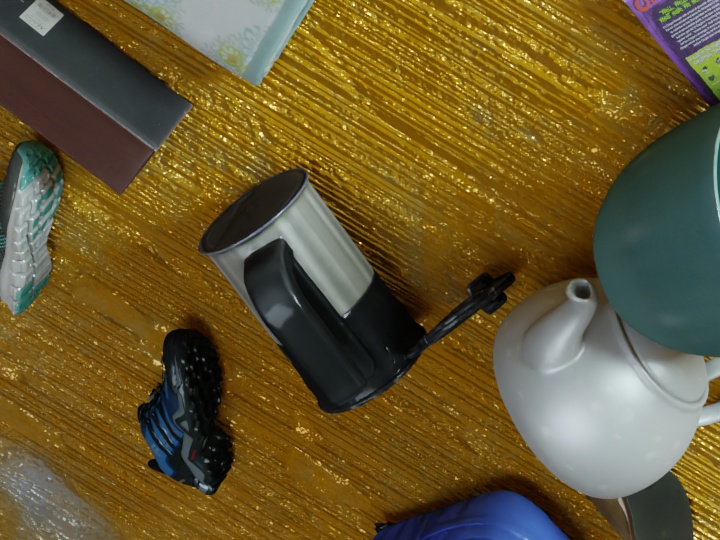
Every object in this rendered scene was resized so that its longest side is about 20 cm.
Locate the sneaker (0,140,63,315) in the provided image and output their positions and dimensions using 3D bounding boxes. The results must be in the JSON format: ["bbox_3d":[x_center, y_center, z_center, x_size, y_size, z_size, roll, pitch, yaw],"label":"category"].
[{"bbox_3d":[-0.335,-0.046,1.895,0.091,0.078,0.200,27,132,10],"label":"sneaker"}]

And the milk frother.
[{"bbox_3d":[0.000,0.000,1.743,0.200,0.181,0.188,-38,110,-3],"label":"milk frother"}]

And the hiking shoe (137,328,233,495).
[{"bbox_3d":[-0.181,0.137,1.963,0.087,0.074,0.200,10,130,18],"label":"hiking shoe"}]

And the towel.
[{"bbox_3d":[-0.111,-0.260,1.629,0.171,0.048,0.200,35,134,0],"label":"towel"}]

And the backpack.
[{"bbox_3d":[0.108,0.314,1.905,0.200,0.168,0.163,-29,117,35],"label":"backpack"}]

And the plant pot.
[{"bbox_3d":[0.274,-0.024,1.534,0.161,0.201,0.201,-21,115,48],"label":"plant pot"}]

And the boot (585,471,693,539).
[{"bbox_3d":[0.236,0.199,1.826,0.075,0.074,0.200,-2,123,50],"label":"boot"}]

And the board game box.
[{"bbox_3d":[0.303,-0.205,1.480,0.200,0.032,0.120,-29,114,39],"label":"board game box"}]

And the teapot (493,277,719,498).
[{"bbox_3d":[0.217,0.081,1.658,0.146,0.200,0.198,-35,94,28],"label":"teapot"}]

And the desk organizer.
[{"bbox_3d":[-0.255,-0.162,1.762,0.200,0.072,0.077,37,136,-6],"label":"desk organizer"}]
